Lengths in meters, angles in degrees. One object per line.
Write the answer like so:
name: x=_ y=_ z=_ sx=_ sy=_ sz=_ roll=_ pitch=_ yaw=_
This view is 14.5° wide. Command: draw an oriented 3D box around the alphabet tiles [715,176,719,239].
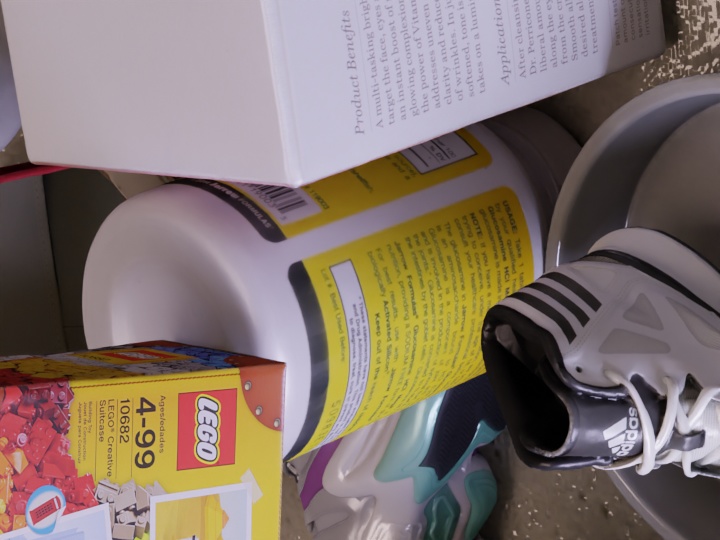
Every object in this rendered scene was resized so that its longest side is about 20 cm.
alphabet tiles: x=0.210 y=-0.036 z=0.995 sx=0.195 sy=0.015 sz=0.201 roll=21 pitch=121 yaw=38

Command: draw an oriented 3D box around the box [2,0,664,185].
box: x=-0.011 y=-0.110 z=1.050 sx=0.152 sy=0.200 sz=0.107 roll=7 pitch=111 yaw=46

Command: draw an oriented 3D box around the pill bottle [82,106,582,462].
pill bottle: x=0.000 y=0.000 z=1.095 sx=0.112 sy=0.200 sz=0.113 roll=20 pitch=120 yaw=41

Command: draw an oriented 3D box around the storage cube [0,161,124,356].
storage cube: x=-0.174 y=0.042 z=1.305 sx=0.179 sy=0.199 sz=0.172 roll=-4 pitch=98 yaw=51

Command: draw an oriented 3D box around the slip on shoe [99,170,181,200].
slip on shoe: x=-0.070 y=-0.045 z=1.174 sx=0.076 sy=0.061 sz=0.200 roll=44 pitch=178 yaw=39

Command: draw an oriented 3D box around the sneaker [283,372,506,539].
sneaker: x=-0.007 y=0.093 z=1.244 sx=0.140 sy=0.078 sz=0.201 roll=29 pitch=116 yaw=38

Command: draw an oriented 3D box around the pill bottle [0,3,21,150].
pill bottle: x=-0.192 y=-0.106 z=1.248 sx=0.112 sy=0.200 sz=0.114 roll=0 pitch=111 yaw=1

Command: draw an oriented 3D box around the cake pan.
cake pan: x=0.155 y=0.022 z=1.036 sx=0.200 sy=0.037 sz=0.201 roll=20 pitch=120 yaw=39

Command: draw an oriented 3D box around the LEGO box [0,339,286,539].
LEGO box: x=-0.106 y=0.130 z=0.966 sx=0.077 sy=0.148 sz=0.201 roll=8 pitch=99 yaw=46

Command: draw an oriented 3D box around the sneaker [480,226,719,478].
sneaker: x=0.122 y=0.063 z=0.973 sx=0.200 sy=0.115 sz=0.076 roll=33 pitch=127 yaw=31
